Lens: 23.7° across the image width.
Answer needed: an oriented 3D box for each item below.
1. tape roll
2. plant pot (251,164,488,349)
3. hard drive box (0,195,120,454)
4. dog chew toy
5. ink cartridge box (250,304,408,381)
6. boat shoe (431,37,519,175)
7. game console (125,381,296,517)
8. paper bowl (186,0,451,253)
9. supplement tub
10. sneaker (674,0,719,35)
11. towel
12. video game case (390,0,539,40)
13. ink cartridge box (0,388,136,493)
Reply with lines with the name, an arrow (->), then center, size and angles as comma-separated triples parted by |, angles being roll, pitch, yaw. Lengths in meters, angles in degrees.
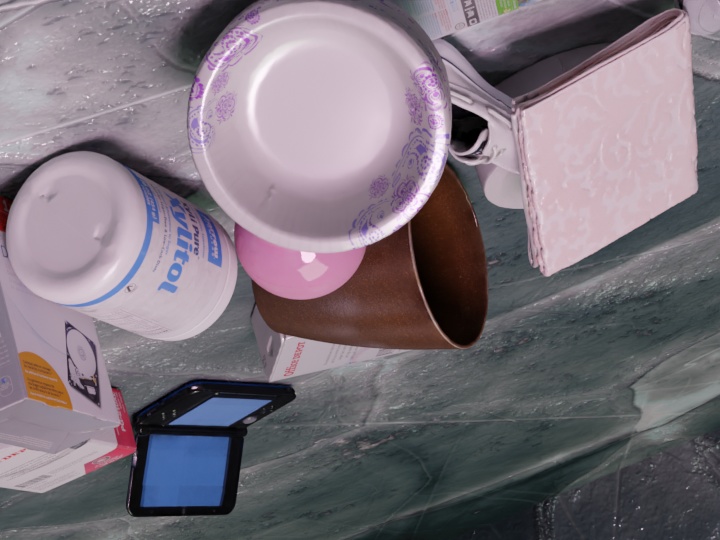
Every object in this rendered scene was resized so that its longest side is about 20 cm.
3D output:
tape roll -> 0.201, -0.135, 1.638 | 0.202, 0.071, 0.203 | -15, 160, -6
plant pot -> 0.000, 0.000, 1.703 | 0.199, 0.188, 0.187 | -11, 165, 26
hard drive box -> -0.301, 0.046, 1.488 | 0.077, 0.200, 0.156 | -25, 160, 16
dog chew toy -> -0.058, -0.064, 1.536 | 0.124, 0.125, 0.200 | -16, 144, -7
ink cartridge box -> -0.010, 0.044, 1.903 | 0.199, 0.086, 0.148 | -11, 159, -15
boat shoe -> 0.096, -0.124, 1.487 | 0.073, 0.066, 0.200 | -22, 138, 41
game console -> -0.187, 0.229, 2.186 | 0.171, 0.119, 0.200 | -31, 157, 32
paper bowl -> -0.029, -0.123, 1.326 | 0.200, 0.201, 0.104 | -23, -161, 13
supplement tub -> -0.206, -0.018, 1.505 | 0.132, 0.132, 0.200 | -24, 160, 16
sneaker -> 0.332, -0.227, 1.442 | 0.075, 0.115, 0.200 | -11, 159, -18
towel -> 0.221, -0.111, 1.527 | 0.191, 0.032, 0.200 | -29, 134, -18
video game case -> 0.107, -0.241, 1.356 | 0.199, 0.018, 0.143 | -19, 159, 4
ink cartridge box -> -0.374, 0.185, 1.959 | 0.144, 0.085, 0.200 | -25, 160, 18
